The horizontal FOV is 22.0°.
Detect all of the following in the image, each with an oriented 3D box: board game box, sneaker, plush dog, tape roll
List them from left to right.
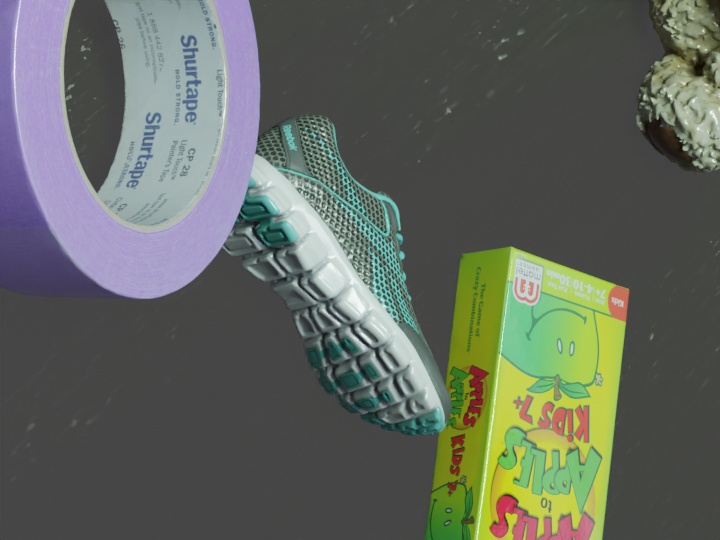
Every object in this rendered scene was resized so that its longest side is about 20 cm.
[{"bbox_3d":[-0.125,-0.088,0.871,0.200,0.065,0.202,-4,95,-63],"label":"tape roll"},{"bbox_3d":[0.000,0.000,1.006,0.091,0.077,0.201,-49,116,-36],"label":"sneaker"},{"bbox_3d":[0.098,0.098,1.087,0.101,0.047,0.202,18,74,-36],"label":"board game box"},{"bbox_3d":[0.258,-0.180,1.169,0.160,0.171,0.201,-25,100,-38],"label":"plush dog"}]
